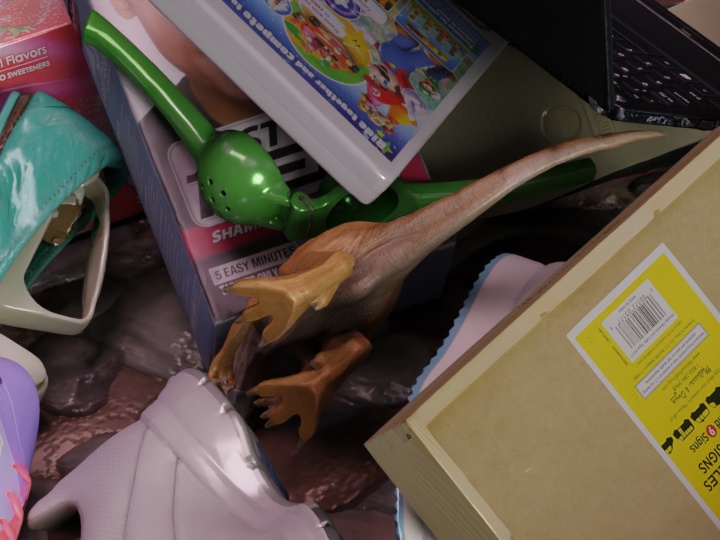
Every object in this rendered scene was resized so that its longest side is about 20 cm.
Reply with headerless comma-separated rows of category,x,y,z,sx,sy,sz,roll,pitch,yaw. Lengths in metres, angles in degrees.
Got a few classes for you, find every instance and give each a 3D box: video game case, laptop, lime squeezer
video game case,-0.009,-0.120,1.025,0.018,0.143,0.200,-44,4,35
laptop,0.070,-0.136,0.968,0.200,0.104,0.177,2,32,-45
lime squeezer,-0.015,-0.038,1.007,0.199,0.038,0.071,16,36,2

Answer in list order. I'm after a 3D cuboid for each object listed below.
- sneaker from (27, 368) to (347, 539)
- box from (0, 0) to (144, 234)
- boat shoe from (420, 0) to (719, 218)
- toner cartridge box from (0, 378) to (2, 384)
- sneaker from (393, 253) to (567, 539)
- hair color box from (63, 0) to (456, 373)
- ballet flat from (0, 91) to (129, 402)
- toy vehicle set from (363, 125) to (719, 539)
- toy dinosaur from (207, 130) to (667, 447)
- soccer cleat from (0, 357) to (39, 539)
sneaker,-0.044,0.109,0.891,0.087,0.075,0.200,-34,31,-10
box,-0.090,-0.095,1.170,0.199,0.103,0.095,-19,33,-12
boat shoe,0.084,-0.065,1.112,0.201,0.074,0.063,-14,-5,15
toner cartridge box,-0.204,0.006,0.994,0.095,0.043,0.200,-30,33,-7
sneaker,0.064,0.060,0.911,0.080,0.077,0.200,2,37,19
hair color box,-0.046,-0.071,1.062,0.099,0.061,0.200,-18,70,-12
ballet flat,-0.142,0.016,1.044,0.070,0.067,0.200,25,57,1
toy vehicle set,0.106,0.046,0.884,0.200,0.124,0.027,-39,3,-36
toy dinosaur,0.000,0.000,0.945,0.200,0.060,0.106,-32,11,34
soccer cleat,-0.143,0.106,0.919,0.076,0.067,0.200,9,40,19
